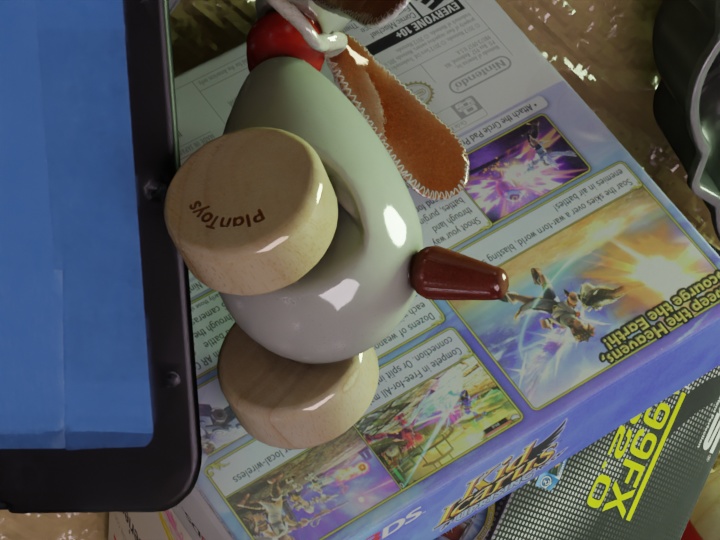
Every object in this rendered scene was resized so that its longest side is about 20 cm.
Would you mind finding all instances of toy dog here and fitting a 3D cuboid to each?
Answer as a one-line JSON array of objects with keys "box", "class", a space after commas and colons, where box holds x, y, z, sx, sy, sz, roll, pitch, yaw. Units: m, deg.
[{"box": [0.003, -0.046, 0.722, 0.095, 0.202, 0.132, -2, 162, 12], "class": "toy dog"}]

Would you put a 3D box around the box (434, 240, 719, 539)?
[{"box": [0.083, 0.076, 0.901, 0.160, 0.044, 0.201, 27, 88, -57], "class": "box"}]

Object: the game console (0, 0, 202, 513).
[{"box": [-0.152, -0.014, 0.667, 0.175, 0.116, 0.202, -14, 105, -46], "class": "game console"}]

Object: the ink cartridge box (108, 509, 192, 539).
[{"box": [-0.049, 0.094, 0.885, 0.067, 0.117, 0.201, -10, 124, -22], "class": "ink cartridge box"}]

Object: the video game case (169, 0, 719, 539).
[{"box": [0.000, 0.000, 0.785, 0.199, 0.182, 0.046, -28, 153, -21], "class": "video game case"}]

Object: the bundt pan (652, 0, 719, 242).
[{"box": [0.200, -0.096, 0.908, 0.200, 0.076, 0.203, -12, 125, -18], "class": "bundt pan"}]

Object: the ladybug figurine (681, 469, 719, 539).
[{"box": [0.145, 0.167, 1.033, 0.072, 0.136, 0.201, 29, 103, 0], "class": "ladybug figurine"}]

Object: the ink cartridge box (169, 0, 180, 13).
[{"box": [-0.139, -0.070, 0.786, 0.099, 0.039, 0.200, 28, 106, -37], "class": "ink cartridge box"}]
